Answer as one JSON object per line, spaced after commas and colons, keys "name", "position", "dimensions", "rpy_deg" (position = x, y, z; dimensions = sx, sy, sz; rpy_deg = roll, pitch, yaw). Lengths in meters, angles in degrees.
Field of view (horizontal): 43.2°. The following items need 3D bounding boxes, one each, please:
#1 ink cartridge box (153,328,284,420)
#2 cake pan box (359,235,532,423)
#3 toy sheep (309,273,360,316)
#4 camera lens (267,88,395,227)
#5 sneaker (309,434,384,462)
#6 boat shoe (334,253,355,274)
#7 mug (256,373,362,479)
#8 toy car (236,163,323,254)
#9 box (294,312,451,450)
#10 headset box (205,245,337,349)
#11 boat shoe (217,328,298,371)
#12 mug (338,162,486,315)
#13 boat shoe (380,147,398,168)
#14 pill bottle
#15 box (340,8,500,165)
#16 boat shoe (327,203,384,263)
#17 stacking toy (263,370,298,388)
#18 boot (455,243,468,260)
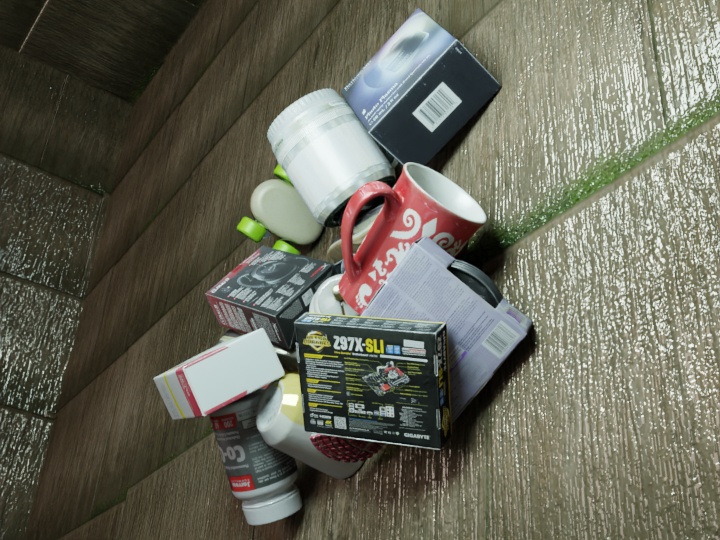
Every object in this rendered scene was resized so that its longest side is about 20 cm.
{"name": "ink cartridge box", "position": [-0.228, 0.167, 1.437], "dimensions": [0.084, 0.145, 0.200], "rpy_deg": [64, 152, -1]}
{"name": "cake pan box", "position": [0.097, 0.081, 1.187], "dimensions": [0.200, 0.184, 0.052], "rpy_deg": [-56, -7, 25]}
{"name": "toy sheep", "position": [-0.020, 0.073, 1.442], "dimensions": [0.200, 0.137, 0.139], "rpy_deg": [85, -167, -64]}
{"name": "camera lens", "position": [-0.047, -0.187, 1.557], "dimensions": [0.160, 0.160, 0.200], "rpy_deg": [-42, 77, 41]}
{"name": "sneaker", "position": [0.018, 0.215, 1.316], "dimensions": [0.199, 0.081, 0.075], "rpy_deg": [-25, 36, 19]}
{"name": "boat shoe", "position": [0.000, 0.000, 1.541], "dimensions": [0.200, 0.068, 0.072], "rpy_deg": [-18, 55, 57]}
{"name": "mug", "position": [-0.071, 0.214, 1.417], "dimensions": [0.149, 0.153, 0.187], "rpy_deg": [6, 75, 63]}
{"name": "toy car", "position": [-0.164, -0.115, 1.863], "dimensions": [0.165, 0.157, 0.200], "rpy_deg": [-57, 14, -7]}
{"name": "box", "position": [0.016, 0.142, 1.185], "dimensions": [0.199, 0.049, 0.161], "rpy_deg": [2, 105, 23]}
{"name": "headset box", "position": [-0.152, 0.040, 1.544], "dimensions": [0.199, 0.077, 0.149], "rpy_deg": [12, 43, 41]}
{"name": "boat shoe", "position": [-0.161, 0.119, 1.552], "dimensions": [0.199, 0.075, 0.074], "rpy_deg": [7, 61, 38]}
{"name": "mug", "position": [0.046, -0.040, 1.257], "dimensions": [0.200, 0.177, 0.134], "rpy_deg": [-56, 11, 22]}
{"name": "boat shoe", "position": [0.006, -0.164, 1.660], "dimensions": [0.200, 0.062, 0.073], "rpy_deg": [-59, 28, 17]}
{"name": "pill bottle", "position": [-0.168, 0.303, 1.484], "dimensions": [0.114, 0.113, 0.201], "rpy_deg": [-12, 94, 58]}
{"name": "box", "position": [0.091, -0.298, 1.496], "dimensions": [0.200, 0.123, 0.199], "rpy_deg": [-45, 31, 11]}
{"name": "boat shoe", "position": [0.014, -0.063, 1.568], "dimensions": [0.200, 0.072, 0.065], "rpy_deg": [-32, 32, 53]}
{"name": "stacking toy", "position": [-0.115, 0.202, 1.573], "dimensions": [0.200, 0.146, 0.147], "rpy_deg": [-31, 42, 26]}
{"name": "boot", "position": [0.104, 0.057, 1.335], "dimensions": [0.200, 0.072, 0.167], "rpy_deg": [-41, 49, 40]}
